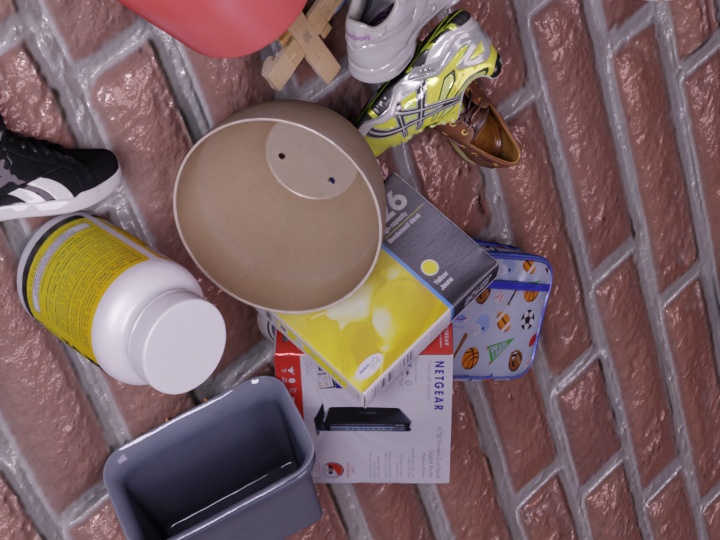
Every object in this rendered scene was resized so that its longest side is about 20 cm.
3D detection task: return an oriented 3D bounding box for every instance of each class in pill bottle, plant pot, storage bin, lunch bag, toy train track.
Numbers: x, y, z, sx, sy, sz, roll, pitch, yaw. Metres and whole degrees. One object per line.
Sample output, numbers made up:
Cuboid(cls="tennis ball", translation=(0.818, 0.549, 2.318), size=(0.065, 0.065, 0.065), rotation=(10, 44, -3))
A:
Cuboid(cls="pill bottle", translation=(-0.207, 0.031, 1.439), size=(0.112, 0.199, 0.114), rotation=(-19, 121, -34))
Cuboid(cls="plant pot", translation=(-0.062, -0.079, 1.554), size=(0.135, 0.198, 0.202), rotation=(-65, 153, -57))
Cuboid(cls="storage bin", translation=(-0.137, 0.214, 1.637), size=(0.198, 0.146, 0.135), rotation=(-27, 142, -6))
Cuboid(cls="lunch bag", translation=(0.125, 0.040, 1.840), size=(0.199, 0.075, 0.162), rotation=(5, 104, -45))
Cuboid(cls="plant pot", translation=(-0.137, -0.281, 1.377), size=(0.201, 0.199, 0.177), rotation=(-55, 146, -7))
Cuboid(cls="toy train track", translation=(-0.039, -0.258, 1.581), size=(0.201, 0.032, 0.115), rotation=(-56, 136, -17))

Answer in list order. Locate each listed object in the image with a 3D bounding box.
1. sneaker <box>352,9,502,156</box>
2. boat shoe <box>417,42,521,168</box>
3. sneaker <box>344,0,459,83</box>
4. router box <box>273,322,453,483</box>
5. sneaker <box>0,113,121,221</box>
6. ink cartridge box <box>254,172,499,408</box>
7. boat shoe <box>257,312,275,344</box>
Cuboid(cls="sneaker", translation=(0.057, -0.162, 1.631), size=(0.076, 0.076, 0.200), rotation=(41, 113, -12))
Cuboid(cls="boat shoe", translation=(0.106, -0.170, 1.726), size=(0.072, 0.067, 0.200), rotation=(-57, 135, -6))
Cuboid(cls="sneaker", translation=(0.048, -0.277, 1.590), size=(0.201, 0.074, 0.100), rotation=(-60, 154, -22))
Cuboid(cls="router box", translation=(0.005, 0.135, 1.686), size=(0.177, 0.049, 0.201), rotation=(0, 134, 2))
Cuboid(cls="sneaker", translation=(-0.289, -0.104, 1.391), size=(0.198, 0.073, 0.113), rotation=(-17, 121, -35))
Cuboid(cls="ink cartridge box", translation=(0.000, 0.000, 1.618), size=(0.198, 0.200, 0.047), rotation=(-44, 163, -19))
Cuboid(cls="boat shoe", translation=(-0.012, 0.074, 1.715), size=(0.199, 0.092, 0.075), rotation=(19, 96, -46))
